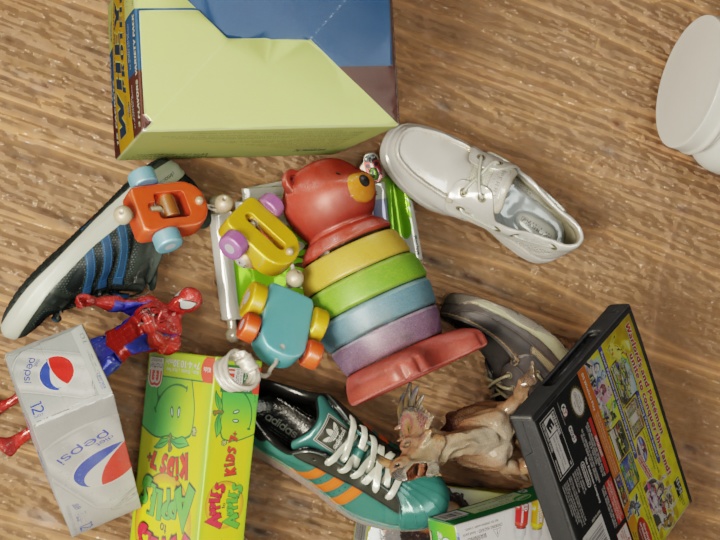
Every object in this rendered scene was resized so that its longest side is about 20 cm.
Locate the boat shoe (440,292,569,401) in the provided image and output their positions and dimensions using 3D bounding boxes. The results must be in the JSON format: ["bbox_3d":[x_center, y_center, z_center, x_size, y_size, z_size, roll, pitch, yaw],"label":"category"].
[{"bbox_3d":[0.149,0.092,1.269,0.199,0.074,0.074,34,80,-10],"label":"boat shoe"}]

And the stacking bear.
[{"bbox_3d":[0.000,0.000,1.198,0.121,0.113,0.201,-18,82,-45],"label":"stacking bear"}]

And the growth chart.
[{"bbox_3d":[-0.037,-0.021,1.251,0.199,0.018,0.146,-16,93,-14],"label":"growth chart"}]

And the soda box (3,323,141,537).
[{"bbox_3d":[-0.217,0.128,1.103,0.063,0.201,0.069,-22,60,-16],"label":"soda box"}]

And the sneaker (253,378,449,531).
[{"bbox_3d":[-0.018,0.151,1.184,0.199,0.080,0.072,25,67,9],"label":"sneaker"}]

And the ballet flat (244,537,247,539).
[{"bbox_3d":[-0.089,0.309,1.201,0.070,0.065,0.201,-21,94,-14],"label":"ballet flat"}]

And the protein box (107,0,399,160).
[{"bbox_3d":[-0.093,-0.167,1.145,0.197,0.200,0.136,-3,89,-15],"label":"protein box"}]

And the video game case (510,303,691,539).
[{"bbox_3d":[0.203,0.158,1.187,0.181,0.025,0.201,-40,116,-44],"label":"video game case"}]

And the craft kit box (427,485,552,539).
[{"bbox_3d":[0.156,0.284,1.213,0.199,0.048,0.199,-11,98,-33],"label":"craft kit box"}]

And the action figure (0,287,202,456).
[{"bbox_3d":[-0.217,0.063,1.139,0.199,0.099,0.065,-32,65,-5],"label":"action figure"}]

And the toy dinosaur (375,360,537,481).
[{"bbox_3d":[0.091,0.138,1.197,0.134,0.200,0.087,-10,74,11],"label":"toy dinosaur"}]

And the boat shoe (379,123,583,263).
[{"bbox_3d":[0.112,-0.073,1.258,0.199,0.069,0.071,27,76,-17],"label":"boat shoe"}]

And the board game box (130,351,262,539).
[{"bbox_3d":[-0.137,0.169,1.169,0.047,0.101,0.202,9,85,-40],"label":"board game box"}]

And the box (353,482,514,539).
[{"bbox_3d":[0.097,0.226,1.262,0.198,0.050,0.076,8,86,-15],"label":"box"}]

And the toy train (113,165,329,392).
[{"bbox_3d":[-0.111,0.008,1.143,0.149,0.056,0.201,-15,70,-37],"label":"toy train"}]

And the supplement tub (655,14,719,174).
[{"bbox_3d":[0.384,-0.146,1.302,0.198,0.144,0.146,13,85,-15],"label":"supplement tub"}]

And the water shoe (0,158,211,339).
[{"bbox_3d":[-0.205,-0.003,1.178,0.200,0.071,0.079,-45,103,-11],"label":"water shoe"}]
